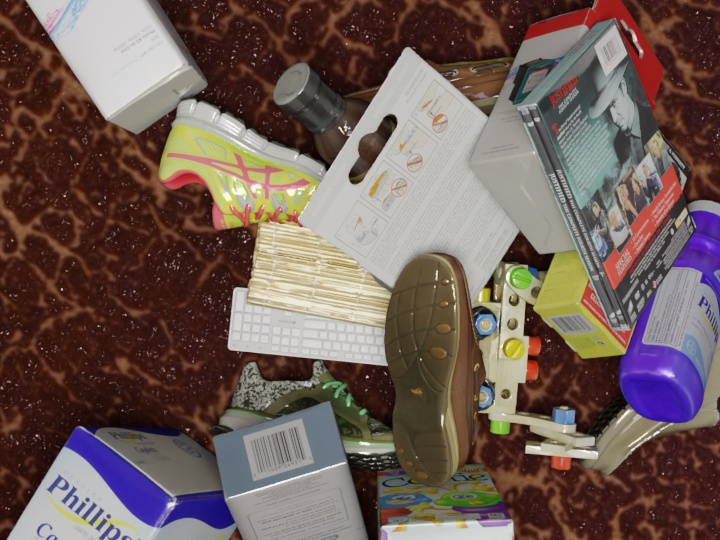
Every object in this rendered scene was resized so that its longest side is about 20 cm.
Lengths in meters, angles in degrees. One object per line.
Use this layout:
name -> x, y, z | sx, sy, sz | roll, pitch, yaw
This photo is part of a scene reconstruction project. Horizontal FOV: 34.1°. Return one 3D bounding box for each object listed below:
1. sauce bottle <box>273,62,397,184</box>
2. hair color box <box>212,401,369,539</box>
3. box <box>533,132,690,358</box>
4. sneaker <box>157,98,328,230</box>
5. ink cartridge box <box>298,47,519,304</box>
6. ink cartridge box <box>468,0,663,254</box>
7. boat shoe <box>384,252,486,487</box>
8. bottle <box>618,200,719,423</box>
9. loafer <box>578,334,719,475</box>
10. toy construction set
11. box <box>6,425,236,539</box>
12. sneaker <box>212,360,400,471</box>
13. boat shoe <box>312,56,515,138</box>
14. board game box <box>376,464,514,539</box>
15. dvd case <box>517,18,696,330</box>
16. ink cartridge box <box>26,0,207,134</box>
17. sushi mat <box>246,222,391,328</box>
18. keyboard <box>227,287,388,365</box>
sauce bottle -> 0.008, -0.101, 0.981 | 0.065, 0.065, 0.200 | -50, 129, 1
hair color box -> -0.051, 0.196, 0.975 | 0.098, 0.201, 0.061 | -16, 52, -4
box -> 0.214, -0.029, 0.989 | 0.075, 0.050, 0.201 | 43, 59, -26
sneaker -> -0.087, -0.066, 1.017 | 0.199, 0.078, 0.091 | 27, 79, 9
ink cartridge box -> 0.049, -0.064, 0.959 | 0.199, 0.050, 0.163 | 34, 89, -35
ink cartridge box -> 0.175, -0.128, 0.967 | 0.116, 0.067, 0.201 | 47, 54, -32
boat shoe -> 0.066, 0.076, 0.965 | 0.072, 0.067, 0.202 | 15, 117, 36
bottle -> 0.275, 0.029, 0.998 | 0.065, 0.084, 0.201 | 2, 50, 33
loafer -> 0.280, 0.118, 1.038 | 0.200, 0.076, 0.068 | -41, 87, 0
toy construction set -> 0.152, 0.072, 1.026 | 0.130, 0.092, 0.202 | 3, 80, -9
box -> -0.204, 0.239, 0.970 | 0.104, 0.184, 0.201 | 32, 91, 17
sneaker -> -0.028, 0.123, 1.036 | 0.198, 0.077, 0.090 | 9, 72, 1
boat shoe -> 0.057, -0.145, 1.033 | 0.198, 0.072, 0.069 | -2, 63, 6
board game box -> 0.066, 0.234, 0.975 | 0.104, 0.200, 0.104 | -3, 92, 0
dvd case -> 0.200, -0.076, 0.922 | 0.146, 0.022, 0.201 | -46, 120, -38
ink cartridge box -> -0.220, -0.223, 0.978 | 0.087, 0.145, 0.201 | -35, 93, 1
sushi mat -> 0.000, 0.000, 1.054 | 0.198, 0.012, 0.097 | 10, 85, -2
keyboard -> -0.019, 0.053, 1.061 | 0.198, 0.011, 0.057 | 6, 92, -2
